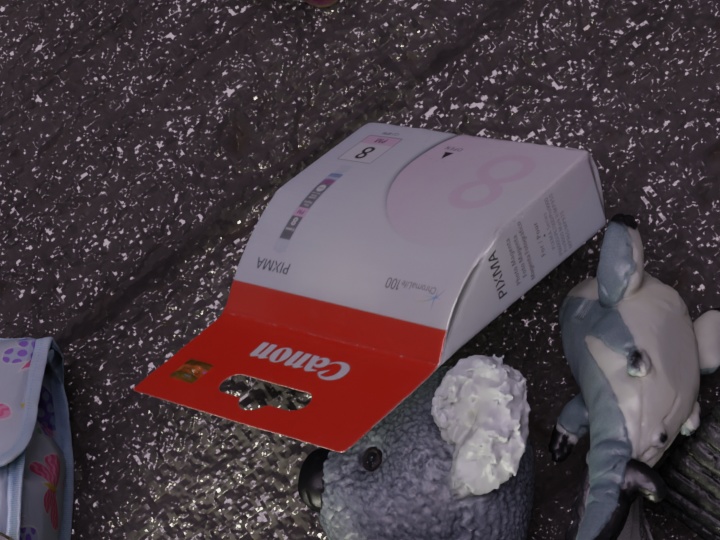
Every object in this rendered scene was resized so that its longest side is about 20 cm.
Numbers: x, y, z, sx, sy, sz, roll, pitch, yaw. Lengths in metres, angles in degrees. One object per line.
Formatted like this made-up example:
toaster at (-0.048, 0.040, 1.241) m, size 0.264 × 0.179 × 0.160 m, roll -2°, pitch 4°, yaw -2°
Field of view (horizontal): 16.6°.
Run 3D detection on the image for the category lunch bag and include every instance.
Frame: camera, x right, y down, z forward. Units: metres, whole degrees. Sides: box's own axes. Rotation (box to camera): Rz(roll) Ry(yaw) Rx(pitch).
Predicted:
lunch bag at (-0.243, 0.132, 1.287) m, size 0.169 × 0.127 × 0.200 m, roll 0°, pitch 73°, yaw 7°

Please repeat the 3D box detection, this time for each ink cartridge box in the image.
ink cartridge box at (0.000, 0.000, 1.216) m, size 0.162 × 0.057 × 0.200 m, roll 12°, pitch 37°, yaw 46°

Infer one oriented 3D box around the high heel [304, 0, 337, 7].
high heel at (-0.094, -0.213, 1.350) m, size 0.200 × 0.096 × 0.067 m, roll 41°, pitch 89°, yaw 19°

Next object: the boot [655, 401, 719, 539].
boot at (0.261, 0.088, 1.199) m, size 0.211 × 0.079 × 0.158 m, roll -41°, pitch 71°, yaw 2°

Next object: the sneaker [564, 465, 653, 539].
sneaker at (0.147, 0.188, 1.217) m, size 0.082 × 0.075 × 0.200 m, roll -8°, pitch 81°, yaw -3°

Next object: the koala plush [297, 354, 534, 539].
koala plush at (0.032, 0.139, 1.203) m, size 0.183 × 0.177 × 0.200 m, roll 13°, pitch 78°, yaw -4°

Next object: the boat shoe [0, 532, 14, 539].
boat shoe at (-0.159, 0.174, 1.183) m, size 0.200 × 0.068 × 0.075 m, roll 30°, pitch 76°, yaw -3°

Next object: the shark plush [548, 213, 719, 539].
shark plush at (0.128, 0.071, 1.202) m, size 0.083 × 0.091 × 0.200 m, roll -30°, pitch 41°, yaw 32°
